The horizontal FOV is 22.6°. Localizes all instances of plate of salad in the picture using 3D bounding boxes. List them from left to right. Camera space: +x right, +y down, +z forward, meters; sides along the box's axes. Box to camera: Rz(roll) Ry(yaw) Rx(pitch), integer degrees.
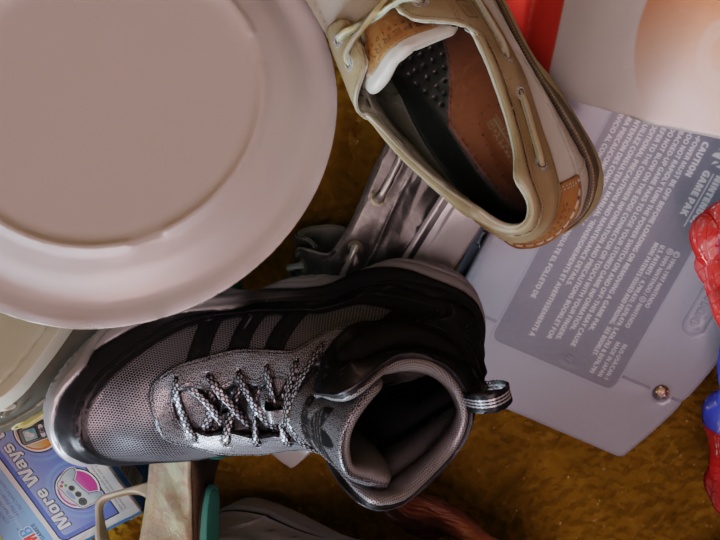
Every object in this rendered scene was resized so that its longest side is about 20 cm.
[{"bbox_3d":[-0.109,-0.065,0.787,0.199,0.201,0.048,-3,157,3],"label":"plate of salad"}]

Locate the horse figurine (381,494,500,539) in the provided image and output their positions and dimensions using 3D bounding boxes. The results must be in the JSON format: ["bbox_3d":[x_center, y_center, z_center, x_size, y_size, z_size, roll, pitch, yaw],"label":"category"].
[{"bbox_3d":[0.069,0.185,0.906,0.132,0.050,0.200,-23,104,42],"label":"horse figurine"}]

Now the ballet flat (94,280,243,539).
[{"bbox_3d":[-0.094,0.093,0.851,0.062,0.067,0.201,2,78,8],"label":"ballet flat"}]

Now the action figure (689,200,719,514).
[{"bbox_3d":[0.193,0.040,0.810,0.065,0.099,0.200,-20,125,-12],"label":"action figure"}]

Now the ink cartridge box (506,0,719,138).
[{"bbox_3d":[0.114,-0.148,0.765,0.199,0.050,0.163,11,102,-1],"label":"ink cartridge box"}]

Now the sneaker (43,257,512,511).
[{"bbox_3d":[-0.035,0.054,0.758,0.199,0.114,0.076,-14,113,-5],"label":"sneaker"}]

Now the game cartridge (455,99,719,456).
[{"bbox_3d":[0.127,-0.014,0.855,0.133,0.040,0.200,25,112,-5],"label":"game cartridge"}]

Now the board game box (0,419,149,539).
[{"bbox_3d":[-0.237,0.073,0.892,0.195,0.056,0.200,-27,110,13],"label":"board game box"}]

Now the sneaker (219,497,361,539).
[{"bbox_3d":[-0.008,0.167,0.867,0.200,0.071,0.073,10,116,34],"label":"sneaker"}]

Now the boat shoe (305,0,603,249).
[{"bbox_3d":[0.026,-0.097,0.754,0.075,0.068,0.200,-43,82,22],"label":"boat shoe"}]

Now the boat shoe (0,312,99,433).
[{"bbox_3d":[-0.117,-0.009,0.824,0.072,0.060,0.202,38,75,19],"label":"boat shoe"}]

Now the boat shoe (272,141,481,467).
[{"bbox_3d":[0.000,0.000,0.852,0.071,0.072,0.200,33,106,0],"label":"boat shoe"}]
